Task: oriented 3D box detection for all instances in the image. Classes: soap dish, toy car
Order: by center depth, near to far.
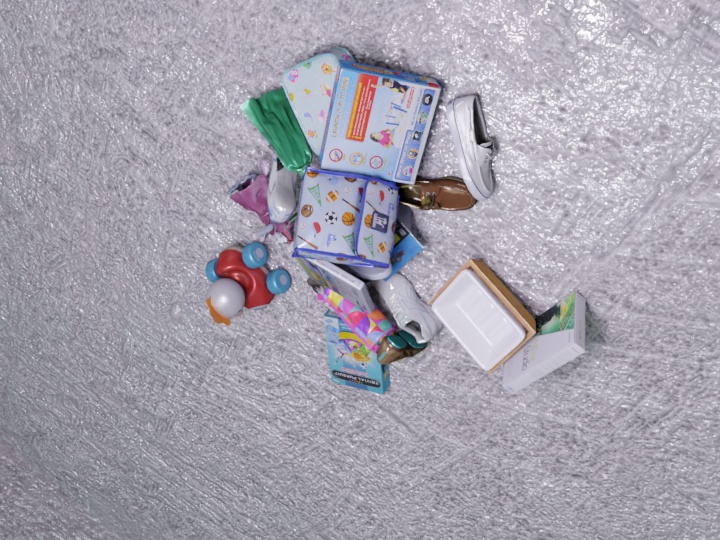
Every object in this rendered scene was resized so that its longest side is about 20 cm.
[{"bbox_3d":[0.259,0.092,1.507,0.201,0.081,0.158,49,131,12],"label":"soap dish"},{"bbox_3d":[-0.303,0.063,1.741,0.182,0.202,0.178,-17,125,39],"label":"toy car"}]

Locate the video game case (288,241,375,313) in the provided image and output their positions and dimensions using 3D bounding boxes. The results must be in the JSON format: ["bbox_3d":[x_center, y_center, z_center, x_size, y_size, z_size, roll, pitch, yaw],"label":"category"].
[{"bbox_3d":[-0.057,0.018,1.542,0.180,0.022,0.200,30,169,15],"label":"video game case"}]

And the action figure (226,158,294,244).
[{"bbox_3d":[-0.211,-0.139,1.670,0.200,0.134,0.149,43,88,-17],"label":"action figure"}]

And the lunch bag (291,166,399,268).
[{"bbox_3d":[-0.026,-0.100,1.409,0.195,0.124,0.174,9,85,-9],"label":"lunch bag"}]

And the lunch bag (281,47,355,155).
[{"bbox_3d":[-0.065,-0.340,1.450,0.158,0.077,0.203,-10,114,35],"label":"lunch bag"}]

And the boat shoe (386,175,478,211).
[{"bbox_3d":[0.140,-0.149,1.456,0.196,0.068,0.073,9,123,25],"label":"boat shoe"}]

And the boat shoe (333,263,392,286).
[{"bbox_3d":[-0.002,0.002,1.548,0.196,0.074,0.069,4,136,42],"label":"boat shoe"}]

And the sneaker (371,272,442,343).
[{"bbox_3d":[0.098,0.079,1.616,0.200,0.080,0.071,43,132,2],"label":"sneaker"}]

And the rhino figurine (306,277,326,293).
[{"bbox_3d":[-0.084,-0.016,1.674,0.086,0.060,0.203,21,131,5],"label":"rhino figurine"}]

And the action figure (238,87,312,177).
[{"bbox_3d":[-0.156,-0.275,1.495,0.203,0.117,0.055,60,162,8],"label":"action figure"}]

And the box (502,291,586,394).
[{"bbox_3d":[0.371,0.147,1.456,0.036,0.146,0.200,36,131,-15],"label":"box"}]

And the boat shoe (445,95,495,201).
[{"bbox_3d":[0.223,-0.232,1.361,0.065,0.072,0.204,-7,106,38],"label":"boat shoe"}]

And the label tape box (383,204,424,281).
[{"bbox_3d":[0.037,-0.098,1.551,0.200,0.063,0.144,46,131,-4],"label":"label tape box"}]

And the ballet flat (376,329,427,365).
[{"bbox_3d":[0.087,0.177,1.605,0.068,0.199,0.073,42,108,17],"label":"ballet flat"}]

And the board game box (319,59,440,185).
[{"bbox_3d":[0.033,-0.280,1.373,0.191,0.056,0.203,8,121,-12],"label":"board game box"}]

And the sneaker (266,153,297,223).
[{"bbox_3d":[-0.167,-0.195,1.536,0.071,0.204,0.072,21,148,-28],"label":"sneaker"}]

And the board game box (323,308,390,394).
[{"bbox_3d":[-0.008,0.198,1.771,0.148,0.047,0.204,9,122,25],"label":"board game box"}]

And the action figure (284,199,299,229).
[{"bbox_3d":[-0.086,-0.175,1.549,0.198,0.119,0.055,-31,117,29],"label":"action figure"}]

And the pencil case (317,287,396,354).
[{"bbox_3d":[-0.006,0.102,1.656,0.199,0.088,0.090,41,133,25],"label":"pencil case"}]
